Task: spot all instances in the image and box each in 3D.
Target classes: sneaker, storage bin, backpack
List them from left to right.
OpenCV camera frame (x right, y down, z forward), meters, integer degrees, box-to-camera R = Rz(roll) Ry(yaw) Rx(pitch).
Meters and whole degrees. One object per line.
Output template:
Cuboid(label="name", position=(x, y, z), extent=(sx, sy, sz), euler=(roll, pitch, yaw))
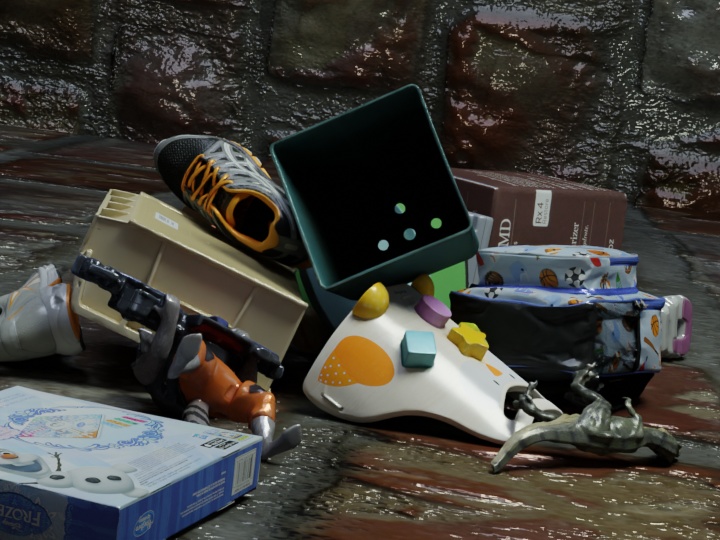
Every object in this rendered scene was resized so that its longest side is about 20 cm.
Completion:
Cuboid(label="sneaker", position=(-0.304, 0.042, 1.461), extent=(0.092, 0.076, 0.200), euler=(-14, 6, -14))
Cuboid(label="storage bin", position=(-0.155, 0.014, 1.462), extent=(0.198, 0.094, 0.200), euler=(26, 7, -8))
Cuboid(label="sneaker", position=(-0.121, -0.072, 1.534), extent=(0.200, 0.078, 0.077), euler=(31, 12, 24))
Cuboid(label="backpack", position=(0.194, 0.050, 1.557), extent=(0.200, 0.154, 0.190), euler=(10, -1, 40))
Cuboid(label="sneaker", position=(0.280, 0.061, 1.774), extent=(0.088, 0.081, 0.200), euler=(5, 1, 37))

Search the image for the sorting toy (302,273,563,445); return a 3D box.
Cuboid(label="sorting toy", position=(0.082, 0.093, 1.418), extent=(0.180, 0.107, 0.200), euler=(31, 17, 20))

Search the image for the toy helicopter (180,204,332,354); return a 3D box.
Cuboid(label="toy helicopter", position=(-0.100, 0.000, 1.614), extent=(0.200, 0.132, 0.079), euler=(43, 40, 10))

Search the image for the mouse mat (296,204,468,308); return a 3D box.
Cuboid(label="mouse mat", position=(0.021, 0.001, 1.694), extent=(0.200, 0.161, 0.008), euler=(3, -13, -20))

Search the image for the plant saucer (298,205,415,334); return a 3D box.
Cuboid(label="plant saucer", position=(0.000, 0.000, 1.627), extent=(0.027, 0.200, 0.200), euler=(-23, -11, 36))

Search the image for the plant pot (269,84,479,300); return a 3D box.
Cuboid(label="plant pot", position=(0.027, -0.052, 1.494), extent=(0.141, 0.141, 0.200), euler=(-22, -15, 6))

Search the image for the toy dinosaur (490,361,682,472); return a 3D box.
Cuboid(label="toy dinosaur", position=(0.175, 0.121, 1.329), extent=(0.200, 0.048, 0.088), euler=(1, 39, -30))

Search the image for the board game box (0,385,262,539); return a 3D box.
Cuboid(label="board game box", position=(-0.195, 0.128, 1.063), extent=(0.199, 0.043, 0.200), euler=(11, 10, 20))

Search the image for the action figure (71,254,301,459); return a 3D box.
Cuboid(label="action figure", position=(-0.147, 0.074, 1.271), extent=(0.200, 0.105, 0.193), euler=(30, -5, -21))

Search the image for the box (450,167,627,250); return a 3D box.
Cuboid(label="box", position=(0.182, -0.028, 1.950), extent=(0.200, 0.166, 0.164), euler=(1, 11, -32))

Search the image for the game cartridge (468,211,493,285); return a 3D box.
Cuboid(label="game cartridge", position=(0.082, -0.009, 1.855), extent=(0.041, 0.133, 0.200), euler=(5, 7, -25))
